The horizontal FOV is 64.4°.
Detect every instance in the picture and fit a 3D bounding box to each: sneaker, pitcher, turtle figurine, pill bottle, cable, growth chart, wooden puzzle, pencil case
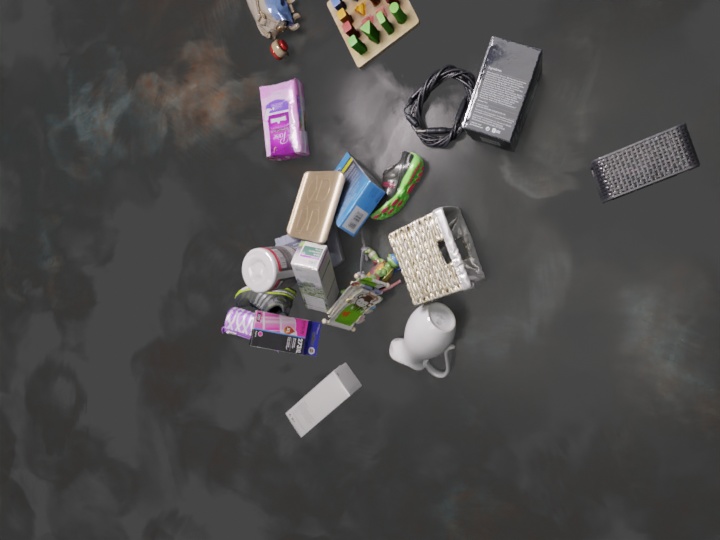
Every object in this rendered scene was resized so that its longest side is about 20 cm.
[{"bbox_3d":[-0.278,0.092,1.633,0.193,0.074,0.084,-5,61,22],"label":"sneaker"},{"bbox_3d":[0.181,0.183,1.443,0.168,0.123,0.202,31,137,-1],"label":"pitcher"},{"bbox_3d":[0.000,0.000,1.504,0.195,0.197,0.146,-48,44,20],"label":"turtle figurine"},{"bbox_3d":[0.088,-0.220,1.498,0.084,0.076,0.202,44,104,30],"label":"sneaker"},{"bbox_3d":[-0.215,-0.008,1.509,0.107,0.199,0.116,2,96,25],"label":"pill bottle"},{"bbox_3d":[0.212,-0.414,1.440,0.198,0.051,0.166,-38,81,18],"label":"cable"},{"bbox_3d":[-0.010,0.086,1.468,0.201,0.141,0.018,-52,46,30],"label":"growth chart"},{"bbox_3d":[-0.113,-0.169,1.525,0.198,0.045,0.192,15,88,55],"label":"wooden puzzle"},{"bbox_3d":[-0.304,0.170,1.654,0.193,0.086,0.086,13,129,18],"label":"pencil case"}]

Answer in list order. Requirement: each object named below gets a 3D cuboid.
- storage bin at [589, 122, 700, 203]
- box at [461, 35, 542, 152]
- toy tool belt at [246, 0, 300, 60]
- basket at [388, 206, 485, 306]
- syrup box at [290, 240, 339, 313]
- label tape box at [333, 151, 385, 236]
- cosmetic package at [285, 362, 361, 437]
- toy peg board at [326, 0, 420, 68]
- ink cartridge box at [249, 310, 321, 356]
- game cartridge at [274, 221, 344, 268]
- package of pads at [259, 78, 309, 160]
[{"bbox_3d":[0.617,-0.230,1.256,0.194,0.135,0.097,-20,87,20],"label":"storage bin"},{"bbox_3d":[0.330,-0.397,1.318,0.120,0.199,0.204,19,101,15],"label":"box"},{"bbox_3d":[-0.223,-0.694,1.546,0.121,0.124,0.206,-27,85,28],"label":"toy tool belt"},{"bbox_3d":[0.190,-0.033,1.398,0.157,0.199,0.205,-23,86,22],"label":"basket"},{"bbox_3d":[-0.117,0.020,1.514,0.076,0.203,0.083,11,54,17],"label":"syrup box"},{"bbox_3d":[-0.026,-0.206,1.518,0.145,0.065,0.201,-53,33,15],"label":"label tape box"},{"bbox_3d":[-0.102,0.356,1.583,0.199,0.107,0.086,-42,80,19],"label":"cosmetic package"},{"bbox_3d":[0.019,-0.675,1.469,0.196,0.097,0.204,-29,84,19],"label":"toy peg board"},{"bbox_3d":[-0.205,0.176,1.584,0.193,0.037,0.099,12,84,-18],"label":"ink cartridge box"},{"bbox_3d":[-0.141,-0.051,1.607,0.194,0.041,0.138,-16,85,21],"label":"game cartridge"},{"bbox_3d":[-0.211,-0.415,1.585,0.116,0.075,0.209,-4,92,23],"label":"package of pads"}]
